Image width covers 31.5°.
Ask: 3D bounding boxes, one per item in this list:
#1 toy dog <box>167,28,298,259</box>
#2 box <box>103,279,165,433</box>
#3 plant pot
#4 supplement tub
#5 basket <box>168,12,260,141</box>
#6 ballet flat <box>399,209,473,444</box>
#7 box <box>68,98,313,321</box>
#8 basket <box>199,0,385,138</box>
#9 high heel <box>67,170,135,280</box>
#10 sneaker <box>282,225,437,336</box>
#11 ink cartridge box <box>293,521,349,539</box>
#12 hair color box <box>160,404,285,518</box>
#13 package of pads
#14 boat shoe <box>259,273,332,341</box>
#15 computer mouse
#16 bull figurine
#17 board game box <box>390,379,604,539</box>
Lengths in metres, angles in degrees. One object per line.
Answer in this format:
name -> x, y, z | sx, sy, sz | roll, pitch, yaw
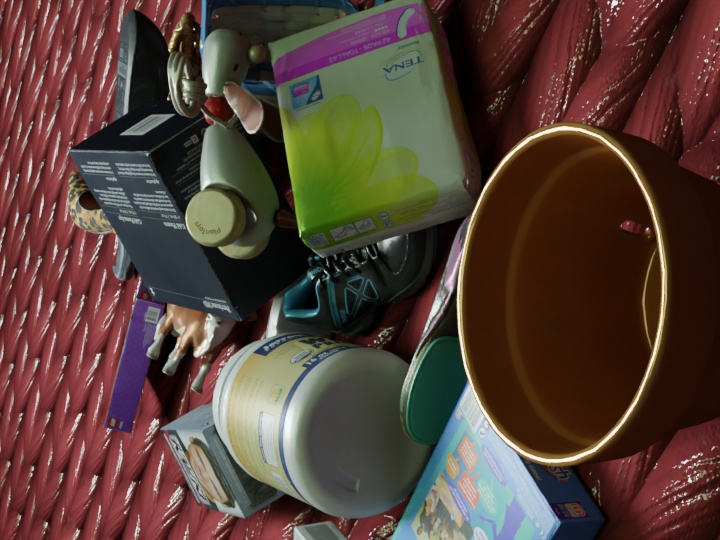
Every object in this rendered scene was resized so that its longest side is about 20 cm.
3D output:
toy dog -> -0.091, -0.103, 1.094 | 0.132, 0.096, 0.201 | -55, -38, -69
box -> -0.282, 0.088, 1.642 | 0.137, 0.039, 0.201 | -91, 18, -62
plant pot -> 0.169, 0.018, 0.780 | 0.200, 0.139, 0.202 | -12, 76, 59
supplement tub -> -0.039, 0.131, 1.140 | 0.200, 0.144, 0.145 | 7, 93, 61
basket -> -0.201, -0.150, 1.408 | 0.200, 0.149, 0.143 | -51, 1, 46
ballet flat -> 0.080, 0.042, 1.027 | 0.071, 0.069, 0.201 | -113, 39, -68
box -> -0.165, -0.063, 1.239 | 0.200, 0.104, 0.183 | 10, 131, 56
basket -> -0.071, -0.221, 1.204 | 0.200, 0.175, 0.140 | 114, 150, -51
high heel -> -0.352, -0.103, 1.796 | 0.200, 0.071, 0.143 | 55, 142, 26
sneaker -> 0.000, 0.000, 1.147 | 0.200, 0.081, 0.074 | -51, 43, 45
ink cartridge box -> -0.006, 0.341, 1.117 | 0.200, 0.044, 0.177 | -149, 57, -63
hair color box -> -0.146, 0.197, 1.347 | 0.099, 0.060, 0.200 | 63, 158, -4
package of pads -> 0.014, -0.123, 1.078 | 0.154, 0.068, 0.201 | -16, 66, 13
boat shoe -> -0.083, 0.079, 1.293 | 0.093, 0.074, 0.201 | 24, 109, 51
computer mouse -> -0.232, -0.175, 1.362 | 0.139, 0.052, 0.201 | -133, 48, -65
bull figurine -> -0.186, 0.067, 1.478 | 0.122, 0.065, 0.200 | -59, 21, -2
board game box -> 0.096, 0.206, 0.989 | 0.152, 0.045, 0.201 | 60, 137, 44
